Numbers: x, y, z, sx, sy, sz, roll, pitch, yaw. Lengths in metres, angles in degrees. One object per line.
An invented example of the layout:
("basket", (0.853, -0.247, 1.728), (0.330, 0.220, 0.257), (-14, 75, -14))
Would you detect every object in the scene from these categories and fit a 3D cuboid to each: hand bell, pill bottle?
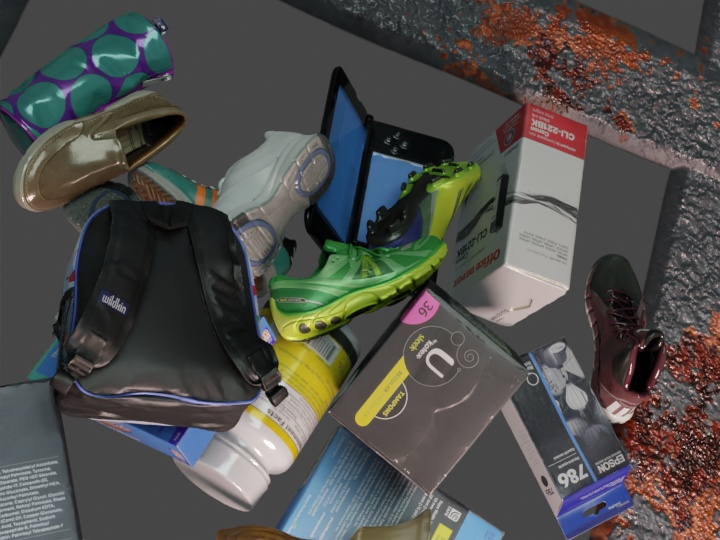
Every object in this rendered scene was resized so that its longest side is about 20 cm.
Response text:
("hand bell", (-0.037, 0.265, 1.108), (0.198, 0.104, 0.105), (6, 67, 3))
("pill bottle", (-0.094, 0.130, 1.182), (0.114, 0.114, 0.201), (34, 65, 0))

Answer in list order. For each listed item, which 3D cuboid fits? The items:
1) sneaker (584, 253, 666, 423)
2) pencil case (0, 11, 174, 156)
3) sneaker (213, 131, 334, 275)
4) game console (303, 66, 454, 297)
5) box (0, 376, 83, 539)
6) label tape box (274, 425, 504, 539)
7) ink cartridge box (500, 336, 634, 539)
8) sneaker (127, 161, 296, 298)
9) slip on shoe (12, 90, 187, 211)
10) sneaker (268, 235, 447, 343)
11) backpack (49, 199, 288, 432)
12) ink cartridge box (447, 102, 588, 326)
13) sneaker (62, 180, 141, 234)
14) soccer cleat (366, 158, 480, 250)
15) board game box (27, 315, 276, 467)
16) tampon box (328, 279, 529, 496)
("sneaker", (0.306, 0.062, 1.318), (0.075, 0.116, 0.202), (7, 68, -13))
("pencil case", (-0.291, -0.196, 1.269), (0.092, 0.085, 0.200), (43, 65, 11))
("sneaker", (-0.110, -0.062, 1.175), (0.087, 0.075, 0.200), (20, 57, 37))
("game console", (0.025, -0.095, 1.300), (0.174, 0.116, 0.202), (14, 67, -9))
("box", (-0.314, 0.223, 1.038), (0.123, 0.200, 0.198), (-10, 73, -20))
("label tape box", (0.022, 0.273, 1.186), (0.199, 0.063, 0.145), (33, 66, -1))
("ink cartridge box", (0.225, 0.182, 1.293), (0.099, 0.039, 0.201), (-22, 77, -22))
("sneaker", (-0.157, -0.055, 1.267), (0.199, 0.072, 0.080), (38, 47, 6))
("slip on shoe", (-0.265, -0.122, 1.217), (0.060, 0.077, 0.199), (23, 44, 37))
("sneaker", (0.000, 0.000, 1.158), (0.199, 0.074, 0.084), (-22, 77, -25))
("backpack", (-0.175, 0.039, 1.025), (0.198, 0.154, 0.192), (10, 64, -26))
("ink cartridge box", (0.172, -0.058, 1.307), (0.083, 0.144, 0.202), (18, 65, -16))
("sneaker", (-0.227, -0.022, 1.226), (0.199, 0.087, 0.075), (29, 55, 17))
("soccer cleat", (0.072, -0.056, 1.288), (0.200, 0.064, 0.084), (-44, 126, -42))
("board game box", (-0.204, 0.086, 1.152), (0.199, 0.045, 0.153), (17, 61, 30))
("tampon box", (0.068, 0.107, 1.165), (0.126, 0.200, 0.150), (39, 93, 2))
